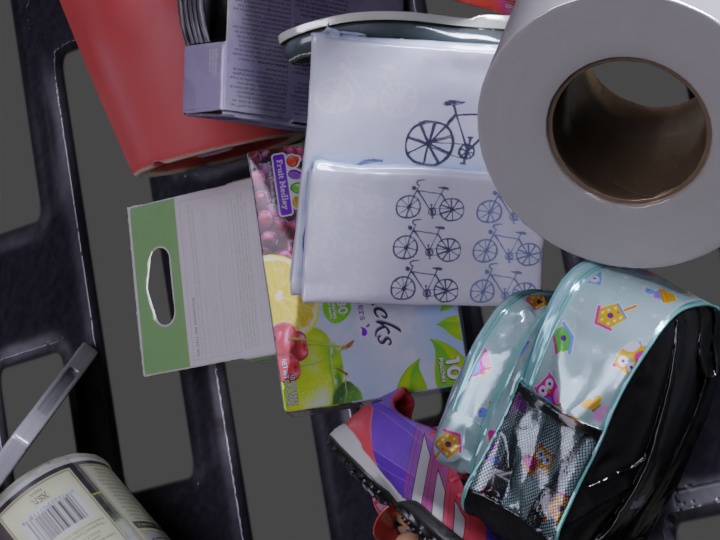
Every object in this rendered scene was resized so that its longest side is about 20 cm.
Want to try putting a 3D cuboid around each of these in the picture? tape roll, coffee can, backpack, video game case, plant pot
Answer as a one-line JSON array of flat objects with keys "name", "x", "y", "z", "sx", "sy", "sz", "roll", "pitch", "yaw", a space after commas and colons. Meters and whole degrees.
[{"name": "tape roll", "x": 0.187, "y": -0.122, "z": 1.514, "sx": 0.202, "sy": 0.139, "sz": 0.203, "roll": 7, "pitch": 122, "yaw": 11}, {"name": "coffee can", "x": -0.202, "y": 0.265, "z": 1.818, "sx": 0.200, "sy": 0.146, "sz": 0.147, "roll": 46, "pitch": 112, "yaw": 29}, {"name": "backpack", "x": 0.156, "y": 0.087, "z": 1.557, "sx": 0.153, "sy": 0.176, "sz": 0.200, "roll": 36, "pitch": 104, "yaw": 27}, {"name": "video game case", "x": -0.284, "y": 0.149, "z": 1.866, "sx": 0.017, "sy": 0.200, "sz": 0.143, "roll": 36, "pitch": 111, "yaw": -4}, {"name": "plant pot", "x": -0.129, "y": -0.174, "z": 1.778, "sx": 0.200, "sy": 0.200, "sz": 0.178, "roll": -14, "pitch": 88, "yaw": 34}]

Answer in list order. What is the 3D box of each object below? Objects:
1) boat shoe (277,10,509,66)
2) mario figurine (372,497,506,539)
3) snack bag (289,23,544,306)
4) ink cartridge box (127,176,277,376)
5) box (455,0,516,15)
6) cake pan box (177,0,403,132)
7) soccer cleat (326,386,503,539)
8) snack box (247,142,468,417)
[{"name": "boat shoe", "x": 0.040, "y": -0.152, "z": 1.659, "sx": 0.073, "sy": 0.199, "sz": 0.062, "roll": 157, "pitch": 111, "yaw": -75}, {"name": "mario figurine", "x": 0.077, "y": 0.219, "z": 1.644, "sx": 0.200, "sy": 0.106, "sz": 0.124, "roll": 40, "pitch": 93, "yaw": 26}, {"name": "snack bag", "x": 0.049, "y": -0.072, "z": 1.642, "sx": 0.021, "sy": 0.188, "sz": 0.201, "roll": -129, "pitch": 43, "yaw": -72}, {"name": "ink cartridge box", "x": -0.089, "y": 0.002, "z": 1.814, "sx": 0.200, "sy": 0.048, "sz": 0.146, "roll": -12, "pitch": 80, "yaw": 35}, {"name": "box", "x": 0.063, "y": -0.253, "z": 1.628, "sx": 0.095, "sy": 0.200, "sz": 0.100, "roll": 38, "pitch": 108, "yaw": 33}, {"name": "cake pan box", "x": -0.048, "y": -0.196, "z": 1.704, "sx": 0.052, "sy": 0.200, "sz": 0.185, "roll": -3, "pitch": 86, "yaw": 44}, {"name": "soccer cleat", "x": 0.055, "y": 0.150, "z": 1.597, "sx": 0.073, "sy": 0.068, "sz": 0.200, "roll": -42, "pitch": 43, "yaw": -8}, {"name": "snack box", "x": 0.000, "y": 0.000, "z": 1.713, "sx": 0.142, "sy": 0.053, "sz": 0.201, "roll": -10, "pitch": 80, "yaw": 3}]
